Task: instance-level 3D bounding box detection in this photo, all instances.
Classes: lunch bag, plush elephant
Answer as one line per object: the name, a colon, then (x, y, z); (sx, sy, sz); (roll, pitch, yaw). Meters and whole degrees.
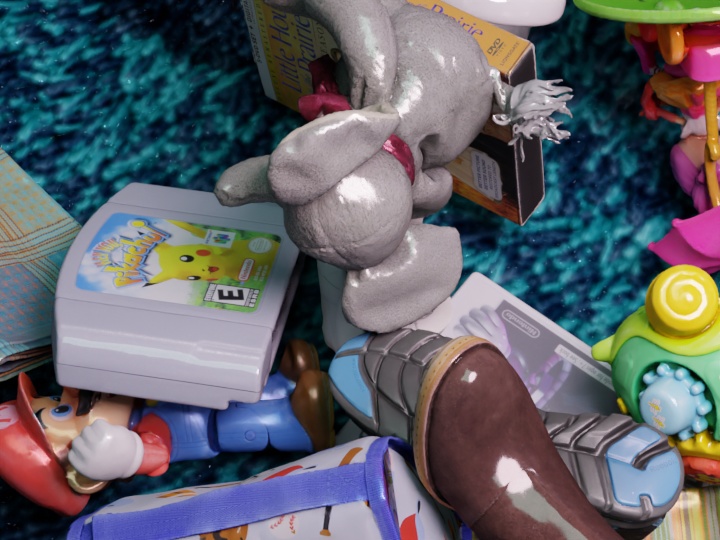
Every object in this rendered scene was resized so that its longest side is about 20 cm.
lunch bag: (-0.038, 0.157, 1.028); (0.168, 0.200, 0.125); (-13, 62, 11)
plush elephant: (-0.003, -0.062, 1.089); (0.199, 0.166, 0.155); (19, 52, 40)

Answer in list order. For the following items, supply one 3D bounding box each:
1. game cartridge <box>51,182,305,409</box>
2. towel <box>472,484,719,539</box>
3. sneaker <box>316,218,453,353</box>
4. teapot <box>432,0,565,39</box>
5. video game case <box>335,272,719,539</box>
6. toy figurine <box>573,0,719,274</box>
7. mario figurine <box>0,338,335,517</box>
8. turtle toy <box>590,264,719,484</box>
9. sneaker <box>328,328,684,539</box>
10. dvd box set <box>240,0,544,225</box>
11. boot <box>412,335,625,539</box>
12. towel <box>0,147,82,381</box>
game cartridge: (-0.105, 0.008, 1.174); (0.132, 0.041, 0.200); (4, 29, 5)
towel: (0.117, 0.165, 1.125); (0.198, 0.018, 0.087); (-4, 59, -2)
sneaker: (0.000, 0.000, 1.209); (0.076, 0.081, 0.201); (9, 36, -13)
teapot: (0.075, -0.206, 1.261); (0.145, 0.198, 0.202); (12, 70, 6)
video game case: (0.092, 0.119, 1.174); (0.199, 0.023, 0.182); (34, 66, 17)
toy figurine: (0.202, -0.092, 1.218); (0.149, 0.186, 0.200); (-9, 21, -5)
mario figurine: (-0.117, 0.071, 1.148); (0.198, 0.124, 0.107); (-10, 73, -11)
turtle toy: (0.223, 0.071, 1.122); (0.198, 0.146, 0.102); (12, 78, 4)
sneaker: (0.072, 0.099, 1.101); (0.199, 0.082, 0.074); (24, 60, 8)
dvd box set: (0.017, -0.118, 1.206); (0.199, 0.147, 0.029); (29, 64, 23)
boot: (0.112, 0.131, 0.974); (0.072, 0.201, 0.166); (-38, 39, -26)
towel: (-0.229, -0.020, 1.211); (0.200, 0.022, 0.146); (43, 36, 21)
